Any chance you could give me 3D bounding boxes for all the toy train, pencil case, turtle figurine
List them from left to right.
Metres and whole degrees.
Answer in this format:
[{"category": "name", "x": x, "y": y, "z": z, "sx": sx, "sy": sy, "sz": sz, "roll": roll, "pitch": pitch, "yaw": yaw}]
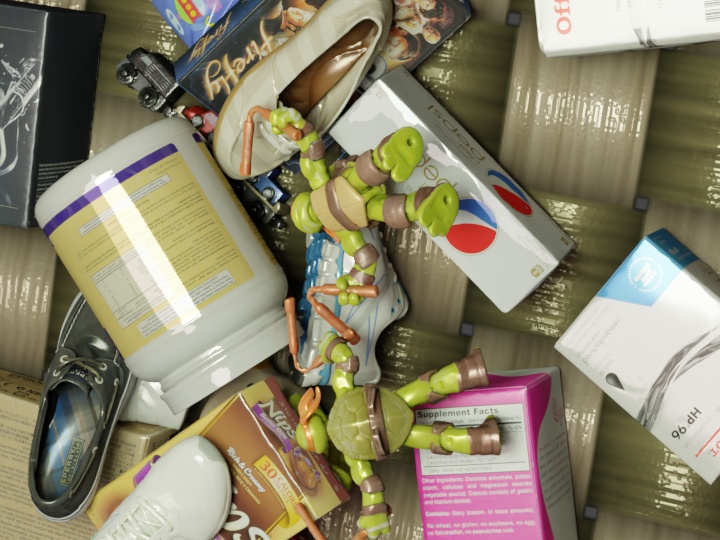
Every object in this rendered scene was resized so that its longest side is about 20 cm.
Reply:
[{"category": "pencil case", "x": -0.146, "y": -0.254, "z": 1.588, "sx": 0.200, "sy": 0.078, "sz": 0.087, "roll": 52, "pitch": 138, "yaw": 8}, {"category": "toy train", "x": -0.126, "y": -0.112, "z": 1.623, "sx": 0.046, "sy": 0.034, "sz": 0.200, "roll": -45, "pitch": 79, "yaw": 7}, {"category": "turtle figurine", "x": 0.000, "y": -0.046, "z": 1.468, "sx": 0.161, "sy": 0.064, "sz": 0.201, "roll": -12, "pitch": 103, "yaw": 48}, {"category": "turtle figurine", "x": 0.017, "y": 0.102, "z": 1.448, "sx": 0.161, "sy": 0.064, "sz": 0.201, "roll": -11, "pitch": 74, "yaw": 0}]

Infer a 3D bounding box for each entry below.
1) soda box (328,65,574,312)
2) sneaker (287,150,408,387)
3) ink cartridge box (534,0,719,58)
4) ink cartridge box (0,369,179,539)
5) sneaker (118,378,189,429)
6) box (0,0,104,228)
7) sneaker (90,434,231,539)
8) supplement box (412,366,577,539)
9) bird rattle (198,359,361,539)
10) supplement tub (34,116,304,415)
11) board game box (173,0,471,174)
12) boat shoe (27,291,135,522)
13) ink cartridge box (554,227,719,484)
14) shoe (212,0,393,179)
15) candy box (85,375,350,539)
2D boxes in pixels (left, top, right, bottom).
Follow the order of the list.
[{"category": "soda box", "x": 0.072, "y": -0.064, "z": 1.519, "sx": 0.200, "sy": 0.068, "sz": 0.064, "roll": 45, "pitch": 112, "yaw": 2}, {"category": "sneaker", "x": 0.000, "y": 0.000, "z": 1.577, "sx": 0.086, "sy": 0.075, "sz": 0.201, "roll": 10, "pitch": 89, "yaw": -19}, {"category": "ink cartridge box", "x": 0.233, "y": -0.240, "z": 1.445, "sx": 0.199, "sy": 0.084, "sz": 0.146, "roll": -4, "pitch": 94, "yaw": 21}, {"category": "ink cartridge box", "x": -0.268, "y": 0.188, "z": 1.686, "sx": 0.199, "sy": 0.075, "sz": 0.165, "roll": 15, "pitch": 102, "yaw": 17}, {"category": "sneaker", "x": -0.165, "y": 0.033, "z": 1.642, "sx": 0.115, "sy": 0.074, "sz": 0.201, "roll": 13, "pitch": 87, "yaw": -4}, {"category": "box", "x": -0.336, "y": -0.143, "z": 1.659, "sx": 0.199, "sy": 0.104, "sz": 0.183, "roll": 10, "pitch": 98, "yaw": 19}, {"category": "sneaker", "x": -0.168, "y": 0.210, "z": 1.502, "sx": 0.070, "sy": 0.080, "sz": 0.200, "roll": 44, "pitch": 119, "yaw": 15}, {"category": "supplement box", "x": 0.109, "y": 0.183, "z": 1.530, "sx": 0.103, "sy": 0.101, "sz": 0.201, "roll": -4, "pitch": 94, "yaw": 21}, {"category": "bird rattle", "x": -0.069, "y": 0.164, "z": 1.618, "sx": 0.163, "sy": 0.113, "sz": 0.200, "roll": 46, "pitch": 122, "yaw": 22}, {"category": "supplement tub", "x": -0.147, "y": -0.003, "z": 1.530, "sx": 0.145, "sy": 0.145, "sz": 0.200, "roll": -32, "pitch": 89, "yaw": 21}, {"category": "board game box", "x": -0.030, "y": -0.183, "z": 1.535, "sx": 0.200, "sy": 0.035, "sz": 0.135, "roll": -41, "pitch": 123, "yaw": 20}, {"category": "boat shoe", "x": -0.226, "y": 0.100, "z": 1.557, "sx": 0.070, "sy": 0.066, "sz": 0.201, "roll": 15, "pitch": 78, "yaw": 7}, {"category": "ink cartridge box", "x": 0.263, "y": 0.077, "z": 1.478, "sx": 0.200, "sy": 0.068, "sz": 0.116, "roll": 41, "pitch": 108, "yaw": 11}, {"category": "shoe", "x": -0.047, "y": -0.140, "z": 1.508, "sx": 0.070, "sy": 0.053, "sz": 0.200, "roll": 29, "pitch": 117, "yaw": -27}, {"category": "candy box", "x": -0.117, "y": 0.183, "z": 1.544, "sx": 0.200, "sy": 0.056, "sz": 0.117, "roll": -36, "pitch": 84, "yaw": 30}]
